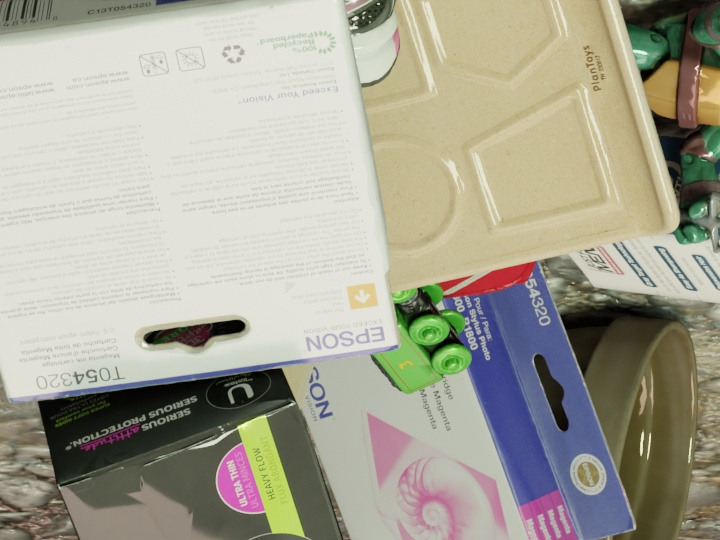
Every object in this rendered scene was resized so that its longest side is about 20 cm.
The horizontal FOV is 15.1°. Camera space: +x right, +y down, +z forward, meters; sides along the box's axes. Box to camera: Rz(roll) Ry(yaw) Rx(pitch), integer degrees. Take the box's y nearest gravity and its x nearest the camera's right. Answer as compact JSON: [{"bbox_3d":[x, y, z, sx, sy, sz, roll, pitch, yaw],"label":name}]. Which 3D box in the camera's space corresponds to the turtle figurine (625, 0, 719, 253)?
[{"bbox_3d":[0.168,-0.087,1.379,0.200,0.101,0.150,8,128,14],"label":"turtle figurine"}]

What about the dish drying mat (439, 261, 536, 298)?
[{"bbox_3d":[0.081,-0.044,1.535,0.077,0.018,0.200,-6,149,-14],"label":"dish drying mat"}]

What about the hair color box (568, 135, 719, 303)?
[{"bbox_3d":[0.207,-0.024,1.457,0.200,0.061,0.100,7,160,28],"label":"hair color box"}]

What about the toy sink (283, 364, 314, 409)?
[{"bbox_3d":[-0.100,0.041,1.609,0.130,0.112,0.200,9,156,17],"label":"toy sink"}]

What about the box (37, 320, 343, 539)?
[{"bbox_3d":[-0.089,0.097,1.396,0.124,0.200,0.149,-20,119,-3],"label":"box"}]

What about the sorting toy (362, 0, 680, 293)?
[{"bbox_3d":[0.042,-0.085,1.342,0.200,0.036,0.185,-11,114,19],"label":"sorting toy"}]

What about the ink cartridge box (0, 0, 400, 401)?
[{"bbox_3d":[-0.091,-0.040,1.266,0.196,0.043,0.200,-8,125,4],"label":"ink cartridge box"}]

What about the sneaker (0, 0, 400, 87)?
[{"bbox_3d":[-0.074,-0.153,1.268,0.200,0.080,0.086,8,127,-5],"label":"sneaker"}]

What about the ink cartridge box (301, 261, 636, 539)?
[{"bbox_3d":[0.055,0.098,1.717,0.200,0.197,0.043,-21,179,41],"label":"ink cartridge box"}]

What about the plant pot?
[{"bbox_3d":[0.116,0.121,1.809,0.173,0.200,0.200,8,162,22],"label":"plant pot"}]

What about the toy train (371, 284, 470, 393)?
[{"bbox_3d":[0.000,0.000,1.536,0.056,0.042,0.200,-24,133,16],"label":"toy train"}]
